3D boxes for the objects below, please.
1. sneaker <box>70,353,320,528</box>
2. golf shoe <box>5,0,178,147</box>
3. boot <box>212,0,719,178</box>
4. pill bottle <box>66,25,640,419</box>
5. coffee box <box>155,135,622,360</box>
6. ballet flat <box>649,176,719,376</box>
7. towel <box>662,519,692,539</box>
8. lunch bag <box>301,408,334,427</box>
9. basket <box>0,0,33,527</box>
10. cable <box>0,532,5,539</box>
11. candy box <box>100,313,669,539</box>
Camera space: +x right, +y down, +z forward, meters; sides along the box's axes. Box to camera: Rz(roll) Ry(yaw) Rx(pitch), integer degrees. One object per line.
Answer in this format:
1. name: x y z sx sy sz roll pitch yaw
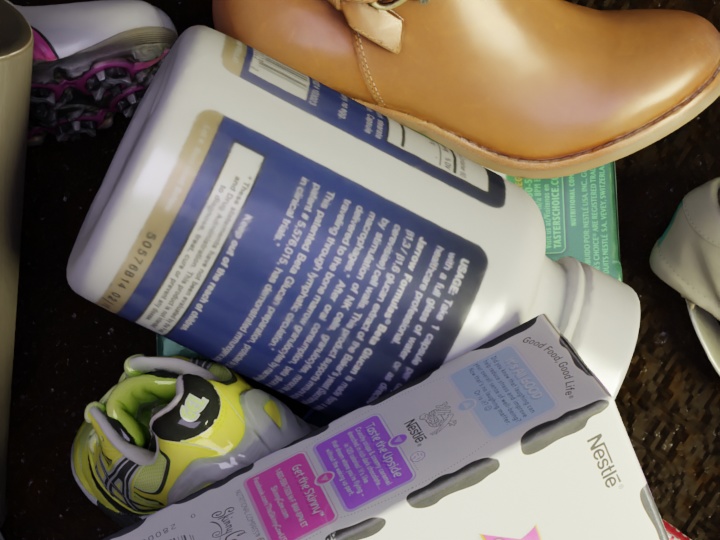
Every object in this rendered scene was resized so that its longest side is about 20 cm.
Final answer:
1. sneaker: -0.074 0.062 0.848 0.076 0.200 0.076 44 69 -20
2. golf shoe: -0.172 -0.094 0.890 0.199 0.073 0.093 -9 76 14
3. boot: 0.039 -0.117 0.818 0.199 0.077 0.156 -4 126 13
4. pill bottle: 0.000 0.000 0.800 0.199 0.111 0.111 27 93 -10
5. coffee box: 0.010 -0.025 0.909 0.199 0.044 0.124 -4 90 3
6. ballet flat: 0.197 0.049 0.899 0.069 0.069 0.200 -40 88 4
7. towel: 0.111 0.217 0.925 0.144 0.022 0.200 36 93 0
8. lunch bag: 0.001 0.161 0.875 0.136 0.132 0.200 34 95 -17
9. basket: -0.202 -0.011 0.808 0.179 0.136 0.201 13 112 -9
10. cable: -0.242 0.159 0.898 0.200 0.069 0.200 45 79 -1
11. candy box: 0.018 0.138 0.754 0.199 0.072 0.168 -27 117 -4
